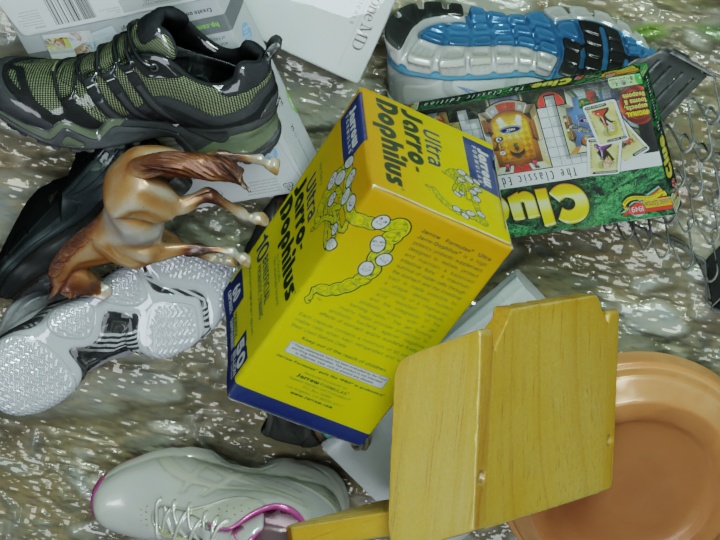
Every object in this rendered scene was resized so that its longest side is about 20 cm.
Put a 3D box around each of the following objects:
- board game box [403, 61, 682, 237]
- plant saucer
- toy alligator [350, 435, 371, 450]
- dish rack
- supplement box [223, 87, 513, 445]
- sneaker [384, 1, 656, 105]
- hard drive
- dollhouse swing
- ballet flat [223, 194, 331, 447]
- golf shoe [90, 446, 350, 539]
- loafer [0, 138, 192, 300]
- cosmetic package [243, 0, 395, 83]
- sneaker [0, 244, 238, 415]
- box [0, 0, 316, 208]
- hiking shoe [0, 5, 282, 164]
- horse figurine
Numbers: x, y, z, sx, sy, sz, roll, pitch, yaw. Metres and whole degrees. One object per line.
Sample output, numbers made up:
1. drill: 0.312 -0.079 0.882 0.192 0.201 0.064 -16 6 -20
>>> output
1. board game box: 0.109 -0.074 1.438 0.198 0.024 0.106 -8 117 24
2. plant saucer: 0.200 0.154 1.574 0.198 0.038 0.202 -2 118 -4
3. toy alligator: 0.022 0.034 1.549 0.054 0.059 0.202 -13 116 -37
4. dish rack: 0.232 -0.064 1.458 0.199 0.055 0.154 24 124 -27
5. supplement box: 0.000 0.000 1.418 0.109 0.109 0.201 22 124 -22
6. sneaker: 0.111 -0.133 1.477 0.198 0.075 0.087 6 139 -3
7. hard drive: 0.086 0.110 1.587 0.200 0.026 0.132 -41 104 16
8. dollhouse swing: 0.056 0.105 1.466 0.175 0.199 0.184 5 97 34
9. ballet flat: -0.066 0.041 1.550 0.068 0.068 0.202 -2 112 17
10. golf shoe: -0.109 0.182 1.594 0.198 0.092 0.076 0 113 5
11. loafer: -0.195 -0.029 1.487 0.072 0.073 0.200 33 136 -19
12. cosmetic package: -0.070 -0.219 1.443 0.198 0.071 0.102 23 111 -6
13. sneaker: -0.184 0.028 1.533 0.199 0.115 0.076 -26 109 -4
14. box: -0.136 -0.130 1.447 0.155 0.041 0.201 -8 128 24
15. hiking shoe: -0.147 -0.133 1.379 0.198 0.076 0.101 5 128 -2
16. horse figurine: -0.129 -0.036 1.397 0.131 0.050 0.200 7 152 -14
